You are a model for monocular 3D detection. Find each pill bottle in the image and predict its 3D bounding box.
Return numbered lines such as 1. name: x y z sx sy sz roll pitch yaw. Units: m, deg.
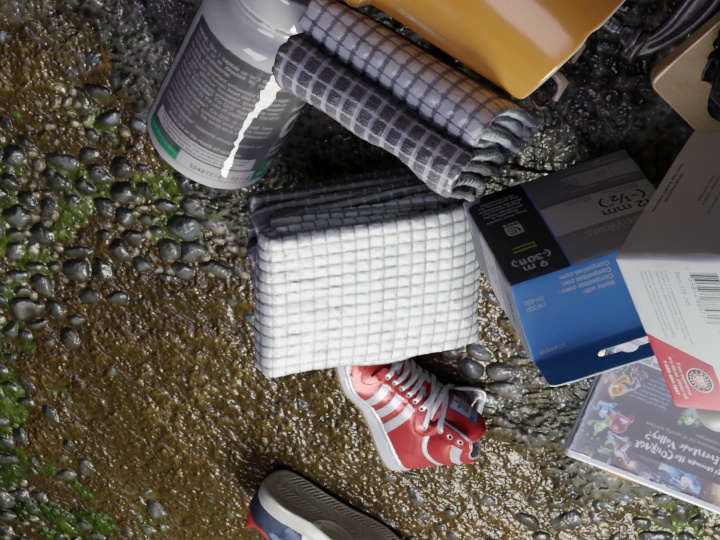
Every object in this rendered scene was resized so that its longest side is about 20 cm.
1. pill bottle: -0.088 -0.170 1.346 0.113 0.113 0.200 29 132 -6

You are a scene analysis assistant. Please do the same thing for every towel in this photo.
1. towel: 0.000 0.000 1.427 0.200 0.086 0.166 -10 130 -11
2. towel: 0.035 -0.124 1.246 0.166 0.200 0.086 33 99 11

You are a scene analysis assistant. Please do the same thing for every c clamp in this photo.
1. c clamp: 0.169 -0.229 1.237 0.200 0.027 0.171 36 114 12

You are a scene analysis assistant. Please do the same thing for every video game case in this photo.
1. video game case: 0.292 0.106 1.361 0.200 0.023 0.182 21 110 1

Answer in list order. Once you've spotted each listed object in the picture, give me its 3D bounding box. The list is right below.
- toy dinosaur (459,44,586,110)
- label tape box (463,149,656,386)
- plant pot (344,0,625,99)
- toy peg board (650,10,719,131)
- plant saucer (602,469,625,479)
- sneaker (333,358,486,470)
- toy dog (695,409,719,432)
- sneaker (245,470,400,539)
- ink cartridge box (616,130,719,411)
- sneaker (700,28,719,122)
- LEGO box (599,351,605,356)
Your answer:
1. toy dinosaur: 0.121 -0.178 1.307 0.101 0.058 0.200 28 131 -4
2. label tape box: 0.177 -0.005 1.288 0.143 0.200 0.066 -18 121 -3
3. plant pot: 0.091 -0.227 1.161 0.183 0.200 0.200 44 129 -3
4. toy peg board: 0.352 -0.155 1.242 0.200 0.098 0.199 42 113 -16
5. plant saucer: 0.289 0.154 1.469 0.200 0.038 0.200 2 159 1
6. sneaker: 0.051 0.111 1.556 0.112 0.071 0.200 -4 134 26
7. toy dog: 0.359 0.070 1.276 0.200 0.096 0.132 7 129 29
8. sneaker: -0.031 0.290 1.731 0.200 0.075 0.085 38 129 0
9. ink cartridge box: 0.304 0.002 1.112 0.200 0.145 0.145 4 132 39
10. sneaker: 0.274 -0.152 1.156 0.078 0.070 0.200 -13 117 4
11. LEGO box: 0.292 0.040 1.413 0.200 0.077 0.149 -7 125 23
